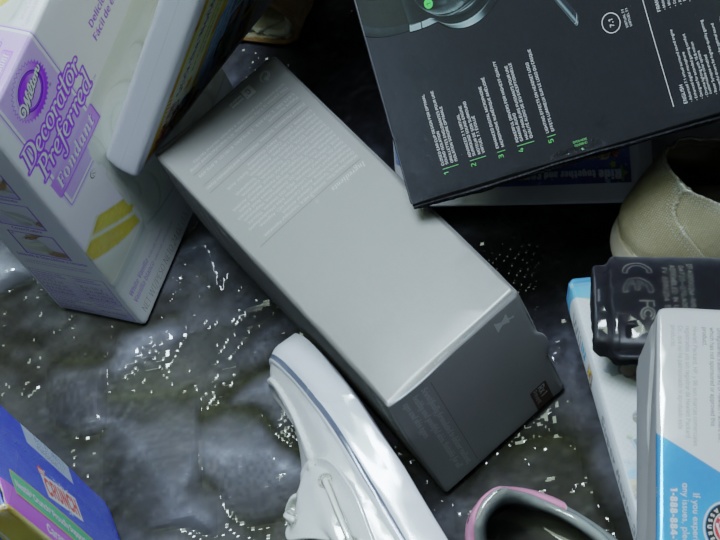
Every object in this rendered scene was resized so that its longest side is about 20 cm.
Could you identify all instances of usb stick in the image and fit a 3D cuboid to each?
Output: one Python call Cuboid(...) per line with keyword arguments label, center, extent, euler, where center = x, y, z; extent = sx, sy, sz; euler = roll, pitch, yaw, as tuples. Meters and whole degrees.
Cuboid(label="usb stick", center=(0.200, 0.019, 0.898), extent=(0.198, 0.033, 0.056), euler=(1, 52, 2))

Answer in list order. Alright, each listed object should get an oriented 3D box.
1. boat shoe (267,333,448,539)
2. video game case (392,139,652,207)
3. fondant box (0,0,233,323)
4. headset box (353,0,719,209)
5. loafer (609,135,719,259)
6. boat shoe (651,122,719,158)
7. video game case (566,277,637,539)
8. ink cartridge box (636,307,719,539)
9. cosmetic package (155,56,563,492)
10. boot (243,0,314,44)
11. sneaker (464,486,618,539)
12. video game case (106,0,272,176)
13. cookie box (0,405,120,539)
Cuboid(label="boat shoe", center=(-0.004, 0.116, 0.956), extent=(0.065, 0.074, 0.201), euler=(-31, 55, -5))
Cuboid(label="video game case", center=(0.071, -0.133, 1.009), extent=(0.142, 0.018, 0.202), euler=(0, 98, 35))
Cuboid(label="fondant box", center=(-0.141, -0.083, 1.042), extent=(0.058, 0.200, 0.145), euler=(11, 66, 25))
Cuboid(label="headset box", center=(0.090, -0.135, 0.925), extent=(0.199, 0.093, 0.176), euler=(-17, 90, 31))
Cuboid(label="loafer", center=(0.215, -0.028, 0.937), extent=(0.198, 0.069, 0.076), euler=(-6, 50, -6))
Cuboid(label="boat shoe", center=(0.125, -0.095, 1.035), extent=(0.199, 0.073, 0.066), euler=(-2, 23, 38))
Cuboid(label="video game case", center=(0.180, 0.076, 0.901), extent=(0.142, 0.018, 0.201), euler=(-6, 49, -6))
Cuboid(label="ink cartridge box", center=(0.212, 0.084, 0.819), extent=(0.198, 0.068, 0.117), euler=(3, 68, 1))
Cuboid(label="cosmetic package", center=(0.000, 0.000, 1.001), extent=(0.090, 0.107, 0.200), euler=(-38, 54, -4))
Cuboid(label="boot", center=(-0.082, -0.237, 1.191), extent=(0.174, 0.066, 0.201), euler=(10, 67, 25))
Cuboid(label="sneaker", center=(0.120, 0.162, 0.878), extent=(0.199, 0.082, 0.070), euler=(32, 77, 31))
Cuboid(label="video game case", center=(-0.051, -0.163, 0.992), extent=(0.023, 0.200, 0.183), euler=(31, 53, 1))
Cuboid(label="cookie box", center=(-0.223, 0.153, 0.955), extent=(0.199, 0.171, 0.076), euler=(-28, 59, 3))
